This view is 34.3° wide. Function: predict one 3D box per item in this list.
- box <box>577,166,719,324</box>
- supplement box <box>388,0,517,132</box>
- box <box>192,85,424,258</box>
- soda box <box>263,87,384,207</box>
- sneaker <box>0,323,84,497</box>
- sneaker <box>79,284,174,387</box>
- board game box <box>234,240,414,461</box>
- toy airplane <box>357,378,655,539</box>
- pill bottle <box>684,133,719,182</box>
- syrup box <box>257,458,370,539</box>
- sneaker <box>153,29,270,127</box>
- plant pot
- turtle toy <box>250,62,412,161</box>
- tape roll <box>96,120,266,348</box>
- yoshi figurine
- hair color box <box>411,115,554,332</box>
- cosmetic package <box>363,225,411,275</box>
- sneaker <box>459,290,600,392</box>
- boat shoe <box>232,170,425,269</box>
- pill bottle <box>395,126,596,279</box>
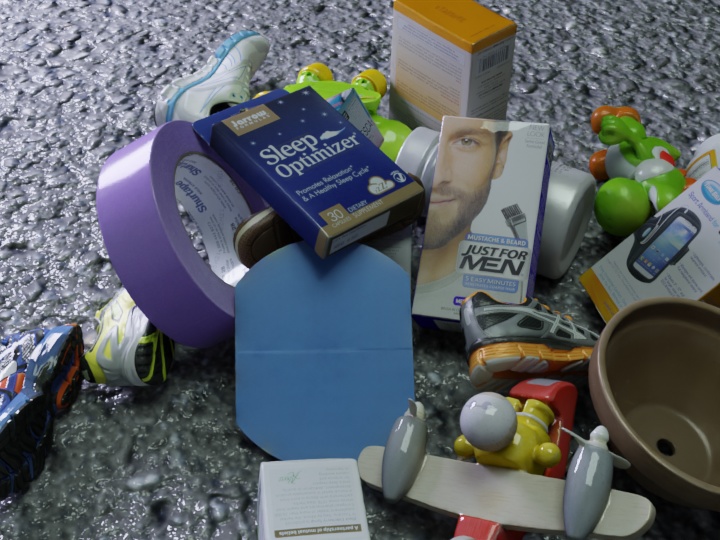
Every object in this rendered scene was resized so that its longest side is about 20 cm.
[{"bbox_3d":[0.318,-0.010,1.127,0.199,0.041,0.120,-39,40,14],"label":"box"},{"bbox_3d":[0.099,-0.202,1.308,0.073,0.202,0.126,-30,51,-31],"label":"supplement box"},{"bbox_3d":[-0.052,-0.104,1.070,0.120,0.033,0.200,-28,59,-35],"label":"box"},{"bbox_3d":[-0.077,-0.115,1.210,0.198,0.069,0.064,-18,27,32],"label":"soda box"},{"bbox_3d":[-0.299,0.119,0.990,0.077,0.076,0.201,1,30,10],"label":"sneaker"},{"bbox_3d":[-0.209,0.032,1.095,0.075,0.076,0.201,-8,30,11],"label":"sneaker"},{"bbox_3d":[-0.033,0.075,1.035,0.156,0.039,0.203,-1,79,-4],"label":"board game box"},{"bbox_3d":[0.103,0.163,0.907,0.198,0.142,0.200,-20,30,-2],"label":"toy airplane"},{"bbox_3d":[0.397,-0.061,1.239,0.108,0.110,0.201,9,40,5],"label":"pill bottle"},{"bbox_3d":[-0.030,0.240,0.851,0.080,0.079,0.201,-1,40,-8],"label":"syrup box"},{"bbox_3d":[-0.158,-0.215,1.413,0.086,0.075,0.200,28,52,16],"label":"sneaker"},{"bbox_3d":[0.277,0.128,0.992,0.198,0.093,0.203,10,48,-12],"label":"plant pot"},{"bbox_3d":[-0.026,-0.160,1.312,0.198,0.102,0.146,13,32,29],"label":"turtle toy"},{"bbox_3d":[-0.153,-0.034,1.079,0.065,0.201,0.201,-24,33,21],"label":"tape roll"},{"bbox_3d":[0.284,-0.101,1.270,0.112,0.112,0.201,31,22,-22],"label":"yoshi figurine"},{"bbox_3d":[0.120,-0.042,1.128,0.108,0.065,0.203,6,76,15],"label":"hair color box"},{"bbox_3d":[0.000,0.000,1.153,0.100,0.072,0.201,3,39,1],"label":"cosmetic package"},{"bbox_3d":[0.162,0.062,1.035,0.199,0.078,0.078,13,48,-46],"label":"sneaker"},{"bbox_3d":[-0.037,-0.049,1.109,0.200,0.076,0.075,-16,27,-29],"label":"boat shoe"},{"bbox_3d":[0.137,-0.077,1.228,0.198,0.115,0.114,22,42,20],"label":"pill bottle"}]
